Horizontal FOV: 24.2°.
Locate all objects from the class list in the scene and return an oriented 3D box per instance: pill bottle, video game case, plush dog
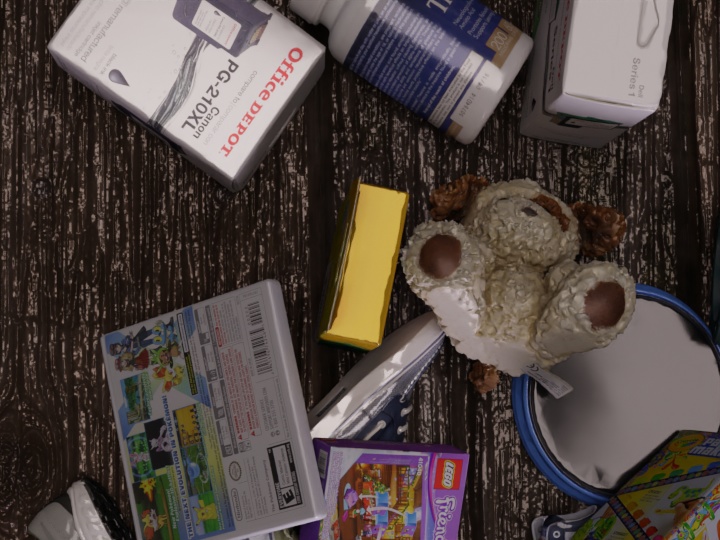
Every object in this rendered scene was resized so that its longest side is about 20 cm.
[{"bbox_3d":[0.042,-0.208,1.458,0.199,0.111,0.112,33,84,-1],"label":"pill bottle"},{"bbox_3d":[-0.127,0.129,1.411,0.181,0.022,0.202,-18,78,26],"label":"video game case"},{"bbox_3d":[0.135,-0.002,1.443,0.198,0.161,0.173,14,55,3],"label":"plush dog"}]

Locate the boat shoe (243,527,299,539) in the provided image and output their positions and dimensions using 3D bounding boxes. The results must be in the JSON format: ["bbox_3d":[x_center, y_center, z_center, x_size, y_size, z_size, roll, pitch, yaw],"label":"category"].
[{"bbox_3d":[-0.070,0.256,1.444,0.061,0.072,0.202,-14,96,-19],"label":"boat shoe"}]

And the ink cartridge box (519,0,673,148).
[{"bbox_3d":[0.199,-0.195,1.422,0.083,0.200,0.148,9,84,-3],"label":"ink cartridge box"}]

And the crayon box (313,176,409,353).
[{"bbox_3d":[0.000,0.000,1.394,0.050,0.200,0.129,12,85,-3],"label":"crayon box"}]

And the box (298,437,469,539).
[{"bbox_3d":[0.013,0.245,1.416,0.135,0.039,0.203,6,95,-28],"label":"box"}]

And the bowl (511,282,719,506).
[{"bbox_3d":[0.234,0.111,1.482,0.198,0.039,0.203,0,86,-4],"label":"bowl"}]

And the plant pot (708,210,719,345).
[{"bbox_3d":[0.397,0.006,1.430,0.186,0.200,0.203,5,85,6],"label":"plant pot"}]

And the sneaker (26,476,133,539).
[{"bbox_3d":[-0.216,0.281,1.429,0.079,0.074,0.202,-28,82,4],"label":"sneaker"}]

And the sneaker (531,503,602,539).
[{"bbox_3d":[0.153,0.283,1.446,0.199,0.070,0.109,-33,93,-12],"label":"sneaker"}]

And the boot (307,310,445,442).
[{"bbox_3d":[0.017,0.131,1.459,0.200,0.073,0.090,-43,101,-2],"label":"boot"}]

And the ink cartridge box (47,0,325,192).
[{"bbox_3d":[-0.147,-0.186,1.457,0.199,0.084,0.145,35,85,0],"label":"ink cartridge box"}]

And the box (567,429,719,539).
[{"bbox_3d":[0.289,0.272,1.389,0.192,0.122,0.201,-38,103,-20],"label":"box"}]
